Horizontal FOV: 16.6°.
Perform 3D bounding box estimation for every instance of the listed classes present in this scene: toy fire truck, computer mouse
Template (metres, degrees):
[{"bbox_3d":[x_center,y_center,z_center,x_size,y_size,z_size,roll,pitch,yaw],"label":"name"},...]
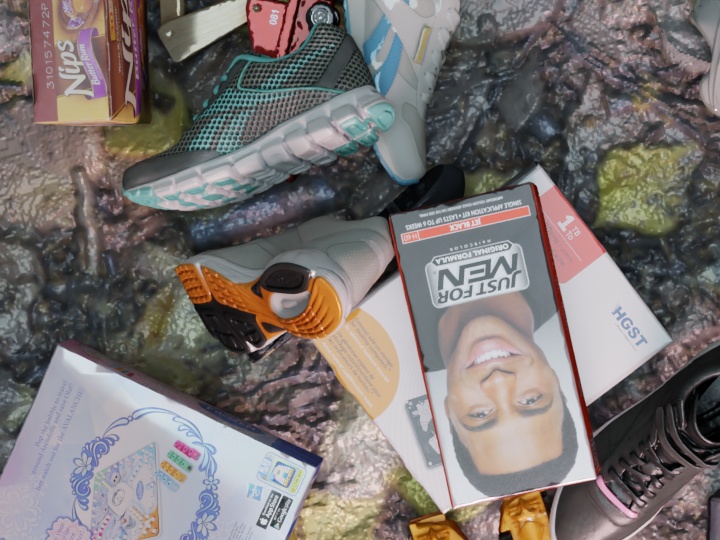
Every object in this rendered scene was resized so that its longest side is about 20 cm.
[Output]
[{"bbox_3d":[-0.088,-0.172,1.725,0.141,0.049,0.200,13,96,4],"label":"toy fire truck"},{"bbox_3d":[0.000,0.000,1.728,0.200,0.059,0.034,-41,105,6],"label":"computer mouse"}]

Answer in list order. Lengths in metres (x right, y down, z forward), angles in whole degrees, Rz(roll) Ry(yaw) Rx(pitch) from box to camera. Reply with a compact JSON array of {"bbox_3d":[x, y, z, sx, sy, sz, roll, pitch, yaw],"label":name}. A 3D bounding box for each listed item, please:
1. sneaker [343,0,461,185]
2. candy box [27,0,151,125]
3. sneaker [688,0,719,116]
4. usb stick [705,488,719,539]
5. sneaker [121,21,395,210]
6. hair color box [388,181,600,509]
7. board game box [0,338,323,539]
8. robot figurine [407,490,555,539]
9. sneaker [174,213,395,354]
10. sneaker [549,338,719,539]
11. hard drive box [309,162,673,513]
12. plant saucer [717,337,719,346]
[{"bbox_3d":[0.032,-0.159,1.707,0.081,0.077,0.200,-7,94,3],"label":"sneaker"},{"bbox_3d":[-0.180,-0.155,1.656,0.056,0.200,0.117,-2,93,4],"label":"candy box"},{"bbox_3d":[0.270,-0.196,1.691,0.099,0.078,0.200,0,72,41],"label":"sneaker"},{"bbox_3d":[0.268,0.251,1.735,0.055,0.033,0.200,2,94,3],"label":"usb stick"},{"bbox_3d":[-0.076,-0.104,1.677,0.200,0.078,0.091,-21,75,15],"label":"sneaker"},{"bbox_3d":[0.090,0.049,1.639,0.101,0.061,0.200,-13,89,7],"label":"hair color box"},{"bbox_3d":[-0.156,0.179,1.706,0.199,0.043,0.200,25,98,4],"label":"board game box"},{"bbox_3d":[0.112,0.256,1.732,0.145,0.058,0.200,-18,91,5],"label":"robot figurine"},{"bbox_3d":[-0.046,0.003,1.686,0.092,0.200,0.076,-38,111,-30],"label":"sneaker"},{"bbox_3d":[0.200,0.122,1.655,0.200,0.099,0.071,-45,89,8],"label":"sneaker"},{"bbox_3d":[0.090,0.045,1.713,0.200,0.077,0.156,-38,91,4],"label":"hard drive box"},{"bbox_3d":[0.366,0.001,1.708,0.200,0.048,0.200,17,93,2],"label":"plant saucer"}]
